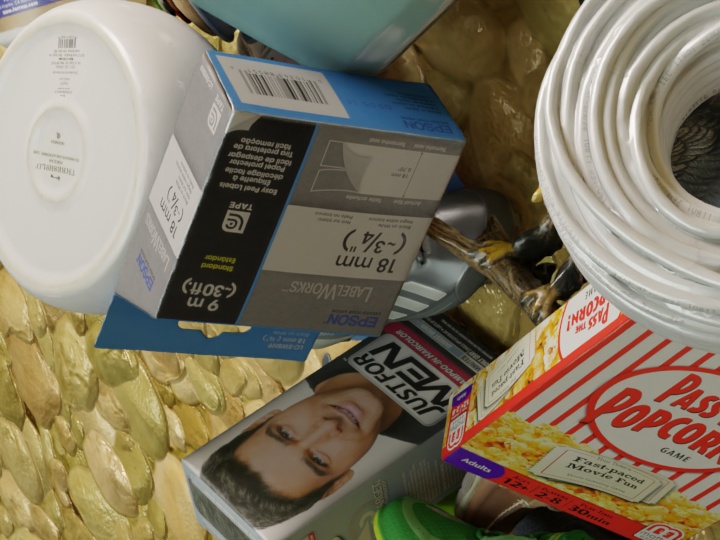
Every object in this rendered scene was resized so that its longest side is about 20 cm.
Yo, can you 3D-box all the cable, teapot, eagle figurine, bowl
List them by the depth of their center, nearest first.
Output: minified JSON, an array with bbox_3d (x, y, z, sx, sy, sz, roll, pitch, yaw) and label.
[{"bbox_3d":[0.181,-0.061,0.956,0.198,0.202,0.069,12,165,18],"label":"cable"},{"bbox_3d":[0.133,-0.059,1.106,0.151,0.151,0.201,29,110,-10],"label":"eagle figurine"},{"bbox_3d":[0.011,-0.181,1.151,0.105,0.201,0.201,47,147,-2],"label":"bowl"},{"bbox_3d":[-0.128,-0.065,1.249,0.198,0.145,0.201,-49,58,32],"label":"teapot"}]

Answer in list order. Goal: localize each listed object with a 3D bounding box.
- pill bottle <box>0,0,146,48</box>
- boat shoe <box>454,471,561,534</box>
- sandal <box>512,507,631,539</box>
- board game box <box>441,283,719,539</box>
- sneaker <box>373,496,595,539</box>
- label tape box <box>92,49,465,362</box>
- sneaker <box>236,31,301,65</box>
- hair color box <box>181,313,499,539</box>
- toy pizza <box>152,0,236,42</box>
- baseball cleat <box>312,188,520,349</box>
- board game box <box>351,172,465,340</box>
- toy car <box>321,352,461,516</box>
[{"bbox_3d":[-0.235,-0.271,1.510,0.115,0.115,0.202,-2,106,56],"label":"pill bottle"},{"bbox_3d":[0.121,0.112,1.234,0.072,0.076,0.200,48,137,15],"label":"boat shoe"},{"bbox_3d":[0.163,0.186,1.267,0.200,0.043,0.077,48,137,45],"label":"sandal"},{"bbox_3d":[0.156,0.070,1.089,0.200,0.151,0.047,-45,28,51],"label":"board game box"},{"bbox_3d":[0.101,0.180,1.227,0.199,0.074,0.084,27,112,20],"label":"sneaker"},{"bbox_3d":[-0.046,-0.013,1.144,0.063,0.143,0.201,59,135,46],"label":"label tape box"},{"bbox_3d":[-0.042,-0.135,1.329,0.074,0.087,0.201,34,136,41],"label":"sneaker"},{"bbox_3d":[-0.001,0.111,1.301,0.099,0.199,0.061,37,150,39],"label":"hair color box"},{"bbox_3d":[-0.134,-0.221,1.252,0.201,0.032,0.200,60,-173,-12],"label":"toy pizza"},{"bbox_3d":[0.000,0.000,1.282,0.199,0.106,0.070,-30,59,37],"label":"baseball cleat"},{"bbox_3d":[-0.019,-0.041,1.345,0.157,0.039,0.201,18,134,1],"label":"board game box"},{"bbox_3d":[0.004,0.158,1.426,0.201,0.156,0.165,-109,12,-49],"label":"toy car"}]
